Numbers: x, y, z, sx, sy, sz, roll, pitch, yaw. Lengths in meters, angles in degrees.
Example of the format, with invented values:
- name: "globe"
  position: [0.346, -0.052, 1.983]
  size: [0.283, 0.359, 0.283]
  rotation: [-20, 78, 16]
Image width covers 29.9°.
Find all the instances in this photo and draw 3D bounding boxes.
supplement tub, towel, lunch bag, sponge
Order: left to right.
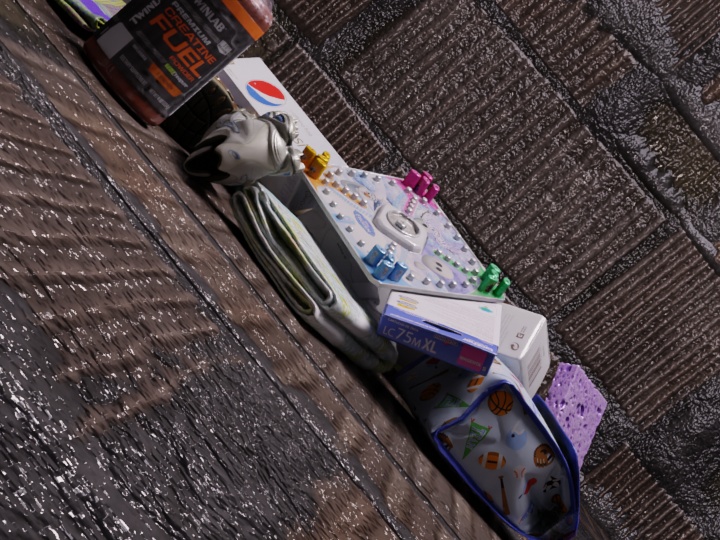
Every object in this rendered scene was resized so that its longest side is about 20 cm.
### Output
- name: "towel"
  position: [-0.286, -0.288, 1.426]
  size: [0.144, 0.023, 0.200]
  rotation: [46, 10, 12]
- name: "supplement tub"
  position: [-0.158, -0.237, 1.279]
  size: [0.107, 0.200, 0.107]
  rotation: [49, 4, -4]
- name: "towel"
  position: [-0.048, 0.012, 1.345]
  size: [0.171, 0.048, 0.200]
  rotation: [55, 5, 27]
- name: "lunch bag"
  position: [0.149, 0.179, 1.430]
  size: [0.200, 0.124, 0.170]
  rotation: [53, 2, -20]
- name: "sponge"
  position: [0.245, 0.227, 1.688]
  size: [0.030, 0.200, 0.112]
  rotation: [10, -25, 36]

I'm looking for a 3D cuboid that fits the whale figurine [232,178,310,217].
- name: "whale figurine"
  position: [-0.083, -0.075, 1.613]
  size: [0.200, 0.104, 0.159]
  rotation: [2, 42, -52]

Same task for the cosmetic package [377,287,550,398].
- name: "cosmetic package"
  position: [0.113, 0.077, 1.562]
  size: [0.200, 0.074, 0.102]
  rotation: [20, -34, 25]

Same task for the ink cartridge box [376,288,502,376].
- name: "ink cartridge box"
  position: [0.082, 0.053, 1.370]
  size: [0.119, 0.042, 0.200]
  rotation: [21, 12, 2]

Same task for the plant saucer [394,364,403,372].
- name: "plant saucer"
  position: [0.113, 0.181, 1.736]
  size: [0.200, 0.031, 0.200]
  rotation: [49, 3, -3]

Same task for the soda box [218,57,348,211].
- name: "soda box"
  position: [-0.102, -0.159, 1.551]
  size: [0.068, 0.064, 0.200]
  rotation: [-11, 53, -41]

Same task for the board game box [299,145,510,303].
- name: "board game box"
  position: [0.047, -0.050, 1.449]
  size: [0.200, 0.026, 0.200]
  rotation: [8, 37, -42]

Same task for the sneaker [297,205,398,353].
- name: "sneaker"
  position: [0.000, 0.000, 1.489]
  size: [0.200, 0.115, 0.075]
  rotation: [51, 4, 14]

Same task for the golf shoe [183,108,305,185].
- name: "golf shoe"
  position: [-0.138, -0.119, 1.336]
  size: [0.200, 0.097, 0.079]
  rotation: [-4, -81, 63]

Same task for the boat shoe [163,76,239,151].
- name: "boat shoe"
  position: [-0.170, -0.173, 1.451]
  size: [0.200, 0.075, 0.074]
  rotation: [63, 5, -62]
